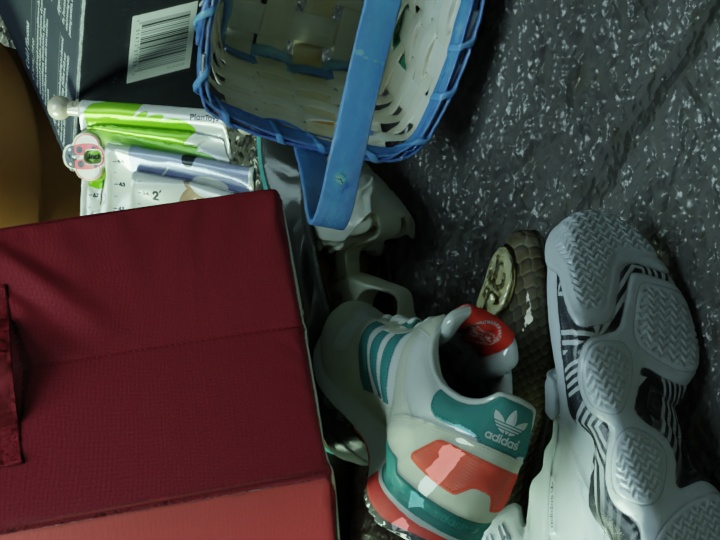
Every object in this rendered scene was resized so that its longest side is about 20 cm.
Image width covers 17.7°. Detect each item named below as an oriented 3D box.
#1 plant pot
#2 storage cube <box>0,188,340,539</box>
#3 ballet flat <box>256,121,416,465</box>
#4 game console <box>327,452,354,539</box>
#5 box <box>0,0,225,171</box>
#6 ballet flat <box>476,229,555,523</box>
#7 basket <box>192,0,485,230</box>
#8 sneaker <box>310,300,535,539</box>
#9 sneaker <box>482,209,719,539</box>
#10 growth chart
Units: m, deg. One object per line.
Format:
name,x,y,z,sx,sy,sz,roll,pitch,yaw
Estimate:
plant pot,-0.218,-0.053,1.437,0.199,0.139,0.202,3,94,55
storage cube,-0.108,0.088,1.110,0.201,0.178,0.172,88,172,-52
ballet flat,0.000,0.000,1.206,0.068,0.068,0.202,-11,92,44
game console,-0.068,0.156,1.337,0.175,0.116,0.202,6,97,24
box,-0.144,-0.196,1.310,0.183,0.103,0.201,61,155,30
ballet flat,0.063,0.079,1.115,0.067,0.046,0.202,-113,28,-77
basket,-0.007,-0.135,1.123,0.200,0.138,0.178,-97,21,-66
sneaker,0.036,0.050,1.070,0.094,0.070,0.200,-57,22,16
sneaker,0.100,0.081,1.051,0.115,0.075,0.202,-29,71,48
growth chart,-0.100,0.003,1.261,0.144,0.018,0.202,0,96,20
